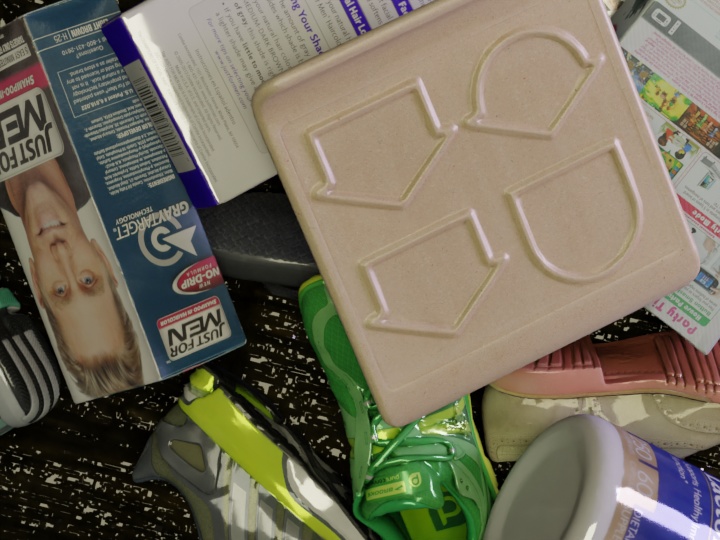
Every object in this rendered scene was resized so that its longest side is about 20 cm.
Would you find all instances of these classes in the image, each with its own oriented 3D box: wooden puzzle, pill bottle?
[{"bbox_3d":[0.058,-0.045,1.365,0.184,0.046,0.201,-25,111,-8],"label":"wooden puzzle"},{"bbox_3d":[0.172,0.165,1.424,0.199,0.116,0.116,27,92,-20],"label":"pill bottle"}]

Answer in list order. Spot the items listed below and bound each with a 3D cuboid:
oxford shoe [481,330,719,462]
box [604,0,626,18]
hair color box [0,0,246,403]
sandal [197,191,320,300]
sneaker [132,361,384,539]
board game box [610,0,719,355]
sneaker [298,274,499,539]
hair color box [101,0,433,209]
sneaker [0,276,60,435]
[{"bbox_3d":[0.163,0.077,1.470,0.198,0.071,0.074,5,114,2],"label":"oxford shoe"},{"bbox_3d":[0.099,-0.156,1.467,0.198,0.036,0.145,-6,92,-2],"label":"box"},{"bbox_3d":[-0.141,-0.037,1.429,0.060,0.100,0.201,-23,93,-34],"label":"hair color box"},{"bbox_3d":[0.000,0.000,1.456,0.199,0.076,0.043,8,119,-1],"label":"sandal"},{"bbox_3d":[-0.039,0.143,1.466,0.081,0.074,0.200,-44,87,11],"label":"sneaker"},{"bbox_3d":[0.185,-0.080,1.427,0.147,0.064,0.200,37,101,-12],"label":"board game box"},{"bbox_3d":[0.026,0.087,1.424,0.074,0.084,0.201,-18,113,18],"label":"sneaker"},{"bbox_3d":[-0.020,-0.126,1.393,0.199,0.065,0.110,-29,97,-12],"label":"hair color box"},{"bbox_3d":[-0.243,0.005,1.452,0.087,0.074,0.201,-30,82,23],"label":"sneaker"}]
